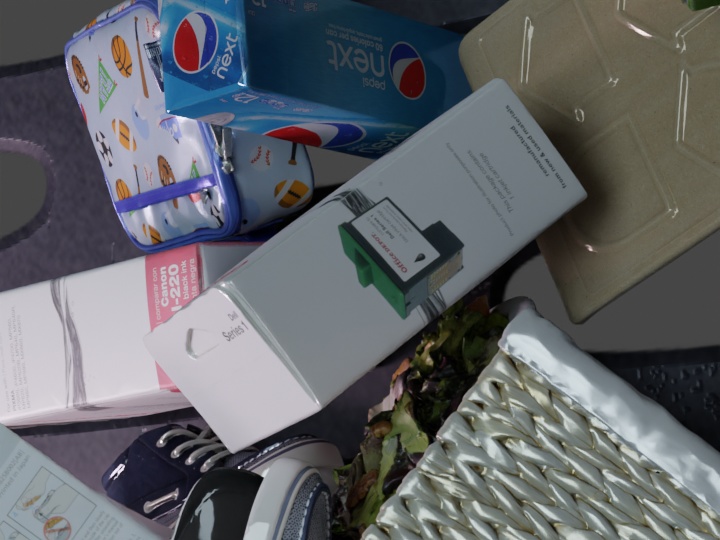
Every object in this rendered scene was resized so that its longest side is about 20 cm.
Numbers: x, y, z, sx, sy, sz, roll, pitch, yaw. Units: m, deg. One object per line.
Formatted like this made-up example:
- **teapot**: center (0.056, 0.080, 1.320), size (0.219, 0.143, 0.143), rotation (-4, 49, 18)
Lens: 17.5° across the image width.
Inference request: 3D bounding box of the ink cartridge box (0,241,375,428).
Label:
- **ink cartridge box**: center (-0.115, 0.039, 1.400), size (0.200, 0.146, 0.085), rotation (-15, 81, 38)

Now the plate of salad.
- **plate of salad**: center (0.024, 0.089, 1.269), size (0.200, 0.048, 0.200), rotation (-50, 11, 14)

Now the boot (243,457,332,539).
- **boot**: center (-0.014, 0.199, 1.185), size (0.090, 0.073, 0.200), rotation (7, 93, 20)

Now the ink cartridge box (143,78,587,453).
- **ink cartridge box**: center (0.000, 0.000, 1.242), size (0.084, 0.200, 0.146), rotation (53, 155, -2)

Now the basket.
- **basket**: center (0.116, 0.150, 1.102), size (0.200, 0.198, 0.161), rotation (36, 86, 15)

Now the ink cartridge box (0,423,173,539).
- **ink cartridge box**: center (-0.161, 0.203, 1.300), size (0.200, 0.057, 0.163), rotation (36, 92, 6)

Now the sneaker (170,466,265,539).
- **sneaker**: center (-0.073, 0.205, 1.229), size (0.076, 0.088, 0.200), rotation (7, 91, 1)

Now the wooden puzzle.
- **wooden puzzle**: center (0.156, -0.095, 1.260), size (0.200, 0.046, 0.185), rotation (-39, 61, 35)

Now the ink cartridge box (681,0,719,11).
- **ink cartridge box**: center (0.207, -0.250, 1.174), size (0.148, 0.076, 0.200), rotation (-15, 73, 8)

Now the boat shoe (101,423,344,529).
- **boat shoe**: center (-0.091, 0.123, 1.410), size (0.200, 0.075, 0.093), rotation (-38, 62, 38)

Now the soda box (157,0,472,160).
- **soda box**: center (-0.021, -0.110, 1.305), size (0.064, 0.200, 0.068), rotation (-14, 75, 38)

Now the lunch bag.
- **lunch bag**: center (-0.103, -0.086, 1.397), size (0.200, 0.075, 0.160), rotation (-7, 101, 66)
